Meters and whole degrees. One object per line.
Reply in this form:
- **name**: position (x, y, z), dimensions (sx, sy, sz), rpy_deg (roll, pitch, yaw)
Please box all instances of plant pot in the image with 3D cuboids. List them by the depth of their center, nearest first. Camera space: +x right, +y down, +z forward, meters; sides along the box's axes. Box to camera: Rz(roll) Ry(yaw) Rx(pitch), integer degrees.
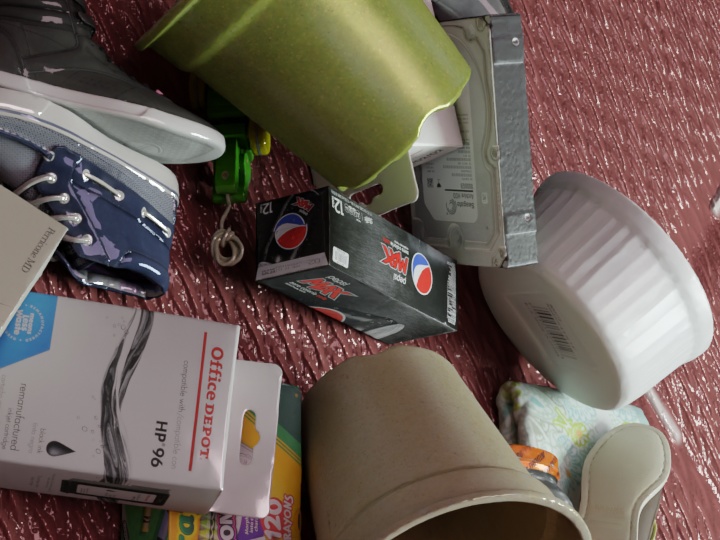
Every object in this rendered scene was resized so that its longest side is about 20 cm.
- **plant pot**: position (-0.027, -0.165, 1.149), dimensions (0.184, 0.200, 0.201), rpy_deg (45, 48, -11)
- **plant pot**: position (0.039, 0.161, 1.158), dimensions (0.200, 0.201, 0.184), rpy_deg (23, 30, -37)

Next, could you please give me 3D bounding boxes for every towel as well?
- **towel**: position (0.193, 0.205, 1.412), dimensions (0.171, 0.048, 0.201), rpy_deg (16, 65, -41)

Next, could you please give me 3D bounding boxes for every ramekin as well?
- **ramekin**: position (0.192, 0.024, 1.368), dimensions (0.098, 0.200, 0.201), rpy_deg (-39, 105, -17)

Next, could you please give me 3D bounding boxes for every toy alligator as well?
- **toy alligator**: position (-0.098, -0.090, 1.229), dimensions (0.054, 0.059, 0.201), rpy_deg (70, 18, -70)

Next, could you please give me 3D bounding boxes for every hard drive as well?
- **hard drive**: position (0.085, -0.105, 1.316), dimensions (0.038, 0.140, 0.201), rpy_deg (-9, 99, -29)

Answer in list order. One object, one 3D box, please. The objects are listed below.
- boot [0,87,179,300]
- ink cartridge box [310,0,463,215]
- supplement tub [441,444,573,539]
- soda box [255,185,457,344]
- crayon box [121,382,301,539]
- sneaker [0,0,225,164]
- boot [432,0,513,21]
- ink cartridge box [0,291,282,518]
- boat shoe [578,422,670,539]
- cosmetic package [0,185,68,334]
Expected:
- **boot**: position (-0.204, -0.050, 1.091), dimensions (0.200, 0.073, 0.091), rpy_deg (23, 55, -38)
- **ink cartridge box**: position (0.011, -0.139, 1.306), dimensions (0.068, 0.115, 0.201), rpy_deg (-3, 78, -44)
- **supplement tub**: position (0.109, 0.244, 1.259), dimensions (0.122, 0.122, 0.201), rpy_deg (19, 63, -39)
- **soda box**: position (0.000, 0.000, 1.244), dimensions (0.200, 0.071, 0.064), rpy_deg (28, 55, -54)
- **crayon box**: position (-0.103, 0.172, 1.121), dimensions (0.119, 0.058, 0.201), rpy_deg (16, 65, -41)
- **sneaker**: position (-0.183, -0.142, 1.123), dimensions (0.199, 0.071, 0.100), rpy_deg (16, 65, -19)
- **boot**: position (0.050, -0.251, 1.419), dimensions (0.200, 0.070, 0.132), rpy_deg (56, 39, 3)
- **ink cartridge box**: position (-0.145, 0.088, 1.043), dimensions (0.199, 0.068, 0.116), rpy_deg (9, 66, -12)
- **boat shoe**: position (0.218, 0.208, 1.359), dimensions (0.200, 0.072, 0.060), rpy_deg (-62, 155, -51)
- **cosmetic package**: position (-0.290, -0.029, 0.957), dimensions (0.200, 0.073, 0.104), rpy_deg (31, 54, -8)
